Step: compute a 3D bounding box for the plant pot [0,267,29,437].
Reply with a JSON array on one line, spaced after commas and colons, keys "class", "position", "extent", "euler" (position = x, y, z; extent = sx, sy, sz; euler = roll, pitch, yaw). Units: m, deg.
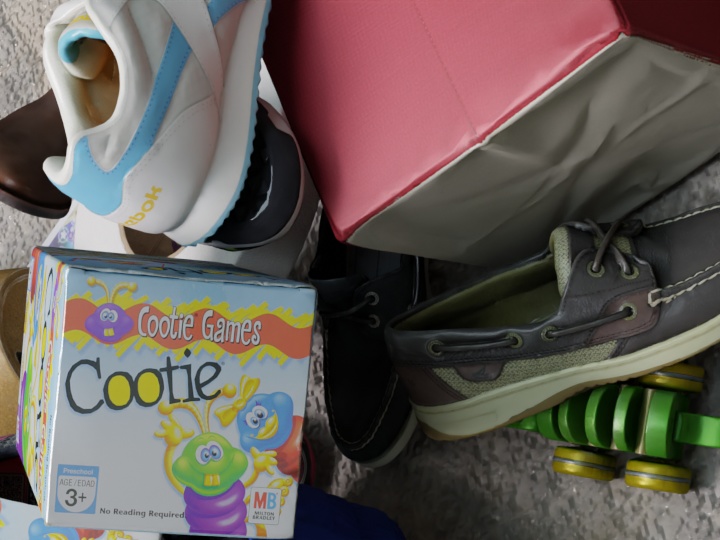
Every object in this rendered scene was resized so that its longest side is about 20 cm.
[{"class": "plant pot", "position": [-0.245, 0.083, 1.100], "extent": [0.199, 0.186, 0.188], "euler": [-28, 64, 29]}]

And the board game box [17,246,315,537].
[{"class": "board game box", "position": [-0.093, 0.048, 0.839], "extent": [0.200, 0.104, 0.104], "euler": [-169, 84, -77]}]

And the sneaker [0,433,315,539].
[{"class": "sneaker", "position": [-0.121, 0.117, 0.996], "extent": [0.075, 0.198, 0.081], "euler": [127, 135, -76]}]

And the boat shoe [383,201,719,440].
[{"class": "boat shoe", "position": [0.104, 0.011, 0.853], "extent": [0.200, 0.066, 0.072], "euler": [-26, 28, 14]}]

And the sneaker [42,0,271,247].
[{"class": "sneaker", "position": [-0.089, -0.114, 0.817], "extent": [0.076, 0.080, 0.201], "euler": [-31, 50, 46]}]

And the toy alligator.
[{"class": "toy alligator", "position": [0.098, 0.066, 0.891], "extent": [0.199, 0.054, 0.060], "euler": [6, 85, 41]}]

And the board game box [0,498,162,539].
[{"class": "board game box", "position": [-0.160, 0.189, 0.897], "extent": [0.200, 0.102, 0.106], "euler": [113, 169, -65]}]

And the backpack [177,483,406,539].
[{"class": "backpack", "position": [-0.025, 0.198, 0.901], "extent": [0.163, 0.167, 0.200], "euler": [-66, 16, 7]}]

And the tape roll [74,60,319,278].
[{"class": "tape roll", "position": [-0.091, -0.050, 1.038], "extent": [0.202, 0.037, 0.204], "euler": [-27, 54, 44]}]

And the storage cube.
[{"class": "storage cube", "position": [0.065, -0.121, 0.869], "extent": [0.171, 0.199, 0.181], "euler": [-35, 66, 29]}]

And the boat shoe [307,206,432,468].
[{"class": "boat shoe", "position": [0.002, 0.000, 0.979], "extent": [0.074, 0.066, 0.201], "euler": [9, 86, 43]}]

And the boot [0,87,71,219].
[{"class": "boot", "position": [-0.122, -0.131, 0.968], "extent": [0.064, 0.186, 0.201], "euler": [33, 106, 1]}]

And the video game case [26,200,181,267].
[{"class": "video game case", "position": [-0.129, -0.008, 1.125], "extent": [0.200, 0.018, 0.143], "euler": [-52, 53, 20]}]

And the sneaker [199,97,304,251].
[{"class": "sneaker", "position": [-0.059, -0.045, 0.894], "extent": [0.200, 0.082, 0.072], "euler": [18, 90, 61]}]
